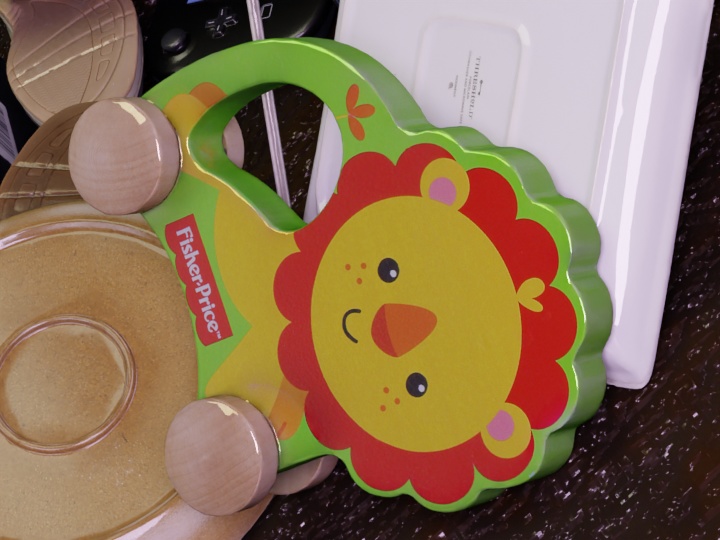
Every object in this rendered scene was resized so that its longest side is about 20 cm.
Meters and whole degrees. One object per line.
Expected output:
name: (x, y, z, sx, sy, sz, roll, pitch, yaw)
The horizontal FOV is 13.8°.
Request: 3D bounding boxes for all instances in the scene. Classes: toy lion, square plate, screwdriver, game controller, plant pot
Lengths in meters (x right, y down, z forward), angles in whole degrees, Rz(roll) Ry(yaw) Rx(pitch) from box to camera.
toy lion: (0.000, 0.000, 1.153, 0.191, 0.069, 0.201, -23, 83, 29)
square plate: (0.050, -0.069, 1.181, 0.198, 0.028, 0.201, 13, 95, 44)
screwdriver: (-0.036, -0.031, 1.216, 0.029, 0.201, 0.028, -13, 6, 8)
game controller: (-0.045, -0.172, 1.463, 0.104, 0.042, 0.201, -18, 45, 35)
plant pot: (-0.124, 0.052, 1.257, 0.199, 0.028, 0.201, -4, 61, 8)

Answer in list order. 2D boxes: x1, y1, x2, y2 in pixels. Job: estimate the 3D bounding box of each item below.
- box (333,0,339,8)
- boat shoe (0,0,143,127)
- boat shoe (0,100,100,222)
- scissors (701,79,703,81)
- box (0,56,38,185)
box: (0.068, -0.145, 1.294, 0.117, 0.060, 0.200, -48, 35, -10)
boat shoe: (-0.140, -0.104, 1.478, 0.072, 0.065, 0.200, -30, 33, -3)
boat shoe: (-0.126, 0.020, 1.334, 0.072, 0.072, 0.201, -4, 59, 9)
scissors: (0.060, -0.012, 1.226, 0.199, 0.014, 0.073, -27, 38, 25)
box: (-0.259, -0.020, 1.469, 0.198, 0.123, 0.200, -38, 34, 11)
